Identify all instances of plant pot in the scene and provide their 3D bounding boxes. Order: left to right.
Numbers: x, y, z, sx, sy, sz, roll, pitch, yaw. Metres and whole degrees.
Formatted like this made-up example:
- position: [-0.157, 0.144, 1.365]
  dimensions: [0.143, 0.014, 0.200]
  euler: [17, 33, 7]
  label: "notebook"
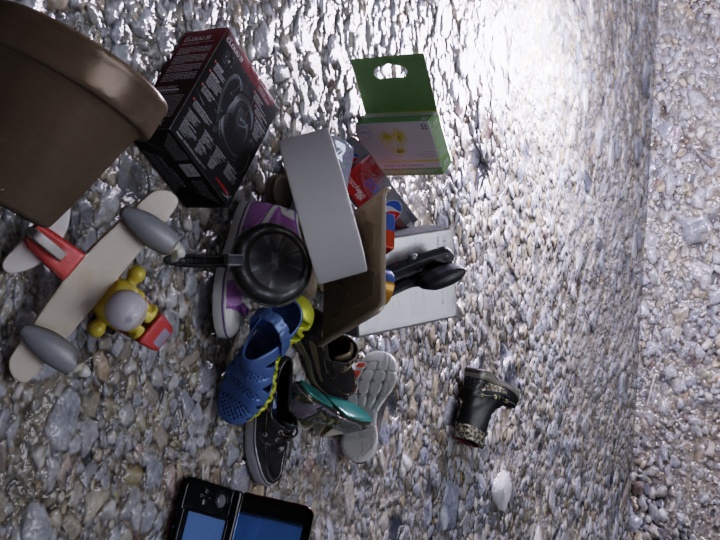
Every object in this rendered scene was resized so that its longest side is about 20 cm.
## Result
- position: [-0.322, -0.143, 1.020]
  dimensions: [0.200, 0.200, 0.175]
  euler: [37, 78, -54]
  label: "plant pot"

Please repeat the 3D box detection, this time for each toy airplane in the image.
- position: [-0.285, 0.017, 1.103]
  dimensions: [0.199, 0.141, 0.200]
  euler: [-11, 117, -38]
  label: "toy airplane"

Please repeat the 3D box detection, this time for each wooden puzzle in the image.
- position: [0.000, 0.000, 1.463]
  dimensions: [0.046, 0.185, 0.200]
  euler: [16, 65, -24]
  label: "wooden puzzle"

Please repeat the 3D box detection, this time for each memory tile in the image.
- position: [-0.090, -0.052, 1.556]
  dimensions: [0.153, 0.017, 0.200]
  euler: [-20, 109, -58]
  label: "memory tile"

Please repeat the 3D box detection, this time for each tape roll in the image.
- position: [-0.050, -0.086, 1.352]
  dimensions: [0.202, 0.071, 0.203]
  euler: [164, -90, -89]
  label: "tape roll"

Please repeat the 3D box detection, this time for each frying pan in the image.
- position: [-0.149, -0.025, 1.330]
  dimensions: [0.190, 0.031, 0.115]
  euler: [26, 70, -17]
  label: "frying pan"

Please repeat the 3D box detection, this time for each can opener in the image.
- position: [0.064, 0.011, 1.593]
  dimensions: [0.200, 0.079, 0.064]
  euler: [-15, 97, -16]
  label: "can opener"

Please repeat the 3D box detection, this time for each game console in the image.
- position: [-0.170, 0.393, 1.345]
  dimensions: [0.172, 0.118, 0.200]
  euler: [38, 59, -54]
  label: "game console"

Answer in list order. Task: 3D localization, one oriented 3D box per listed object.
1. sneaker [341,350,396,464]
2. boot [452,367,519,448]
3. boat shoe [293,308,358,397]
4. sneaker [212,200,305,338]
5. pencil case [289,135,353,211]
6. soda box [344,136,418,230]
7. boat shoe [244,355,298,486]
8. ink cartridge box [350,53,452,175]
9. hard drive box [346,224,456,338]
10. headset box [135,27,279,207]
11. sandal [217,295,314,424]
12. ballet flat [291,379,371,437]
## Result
- position: [0.009, 0.234, 1.710]
  dimensions: [0.082, 0.077, 0.200]
  euler: [90, 17, -65]
  label: "sneaker"
- position: [0.260, 0.301, 2.120]
  dimensions: [0.204, 0.073, 0.154]
  euler: [36, 64, -50]
  label: "boot"
- position: [-0.045, 0.136, 1.586]
  dimensions: [0.200, 0.073, 0.075]
  euler: [59, 44, -42]
  label: "boat shoe"
- position: [-0.132, 0.002, 1.380]
  dimensions: [0.073, 0.114, 0.201]
  euler: [68, 33, -71]
  label: "sneaker"
- position: [-0.065, -0.102, 1.498]
  dimensions: [0.091, 0.083, 0.200]
  euler: [21, 74, -49]
  label: "pencil case"
- position: [0.017, -0.130, 1.664]
  dimensions: [0.070, 0.063, 0.200]
  euler: [-40, 139, 1]
  label: "soda box"
- position: [-0.121, 0.216, 1.468]
  dimensions: [0.070, 0.066, 0.200]
  euler: [1, 91, -59]
  label: "boat shoe"
- position: [0.060, -0.253, 1.672]
  dimensions: [0.048, 0.145, 0.200]
  euler: [-54, 135, -42]
  label: "ink cartridge box"
- position: [0.055, 0.014, 1.667]
  dimensions: [0.200, 0.077, 0.156]
  euler: [-9, 101, -31]
  label: "hard drive box"
- position: [-0.195, -0.204, 1.310]
  dimensions: [0.149, 0.077, 0.200]
  euler: [57, 44, -45]
  label: "headset box"
- position: [-0.142, 0.118, 1.369]
  dimensions: [0.200, 0.079, 0.087]
  euler: [-64, 163, 5]
  label: "sandal"
- position: [-0.059, 0.225, 1.584]
  dimensions: [0.200, 0.072, 0.072]
  euler: [33, 63, -51]
  label: "ballet flat"
